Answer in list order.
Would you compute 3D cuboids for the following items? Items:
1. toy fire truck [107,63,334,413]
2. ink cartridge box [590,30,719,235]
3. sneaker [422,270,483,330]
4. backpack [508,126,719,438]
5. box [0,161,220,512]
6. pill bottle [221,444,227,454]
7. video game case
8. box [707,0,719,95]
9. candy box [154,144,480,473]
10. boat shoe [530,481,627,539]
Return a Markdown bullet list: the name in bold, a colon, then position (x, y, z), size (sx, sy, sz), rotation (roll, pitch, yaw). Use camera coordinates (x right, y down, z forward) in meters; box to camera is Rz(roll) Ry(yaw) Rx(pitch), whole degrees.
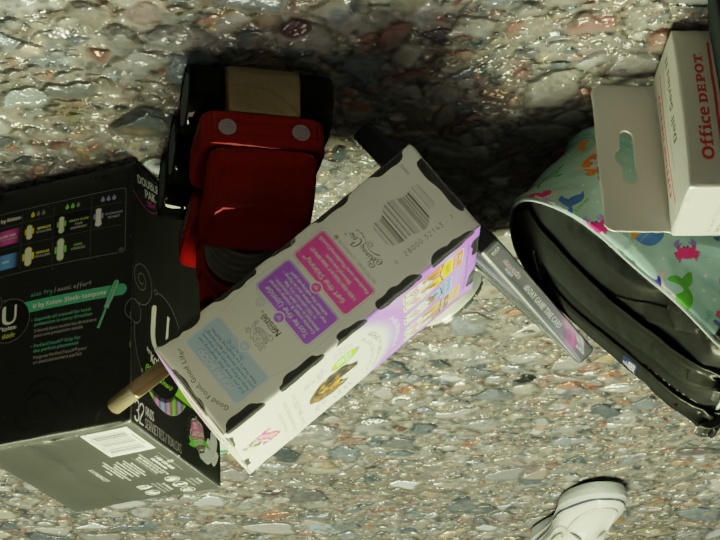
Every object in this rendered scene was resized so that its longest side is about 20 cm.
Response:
- **toy fire truck**: position (-0.093, -0.013, 1.140), size (0.128, 0.200, 0.176), rotation (4, 153, -13)
- **ink cartridge box**: position (0.252, -0.087, 1.108), size (0.199, 0.117, 0.067), rotation (-1, 155, -3)
- **sneaker**: position (0.000, 0.000, 1.347), size (0.200, 0.076, 0.088), rotation (-16, 120, 46)
- **backpack**: position (0.203, -0.008, 1.208), size (0.200, 0.151, 0.178), rotation (34, 164, 16)
- **box**: position (-0.183, 0.050, 1.260), size (0.124, 0.200, 0.149), rotation (-12, 152, 17)
- **pill bottle**: position (-0.148, 0.109, 1.480), size (0.113, 0.113, 0.200), rotation (17, 148, -34)
- **video game case**: position (0.082, -0.017, 1.235), size (0.019, 0.143, 0.200), rotation (-45, 145, 0)
- **box**: position (0.283, -0.087, 1.016), size (0.141, 0.200, 0.079), rotation (-8, 154, 10)
- **candy box**: position (-0.023, 0.030, 1.112), size (0.200, 0.072, 0.168), rotation (-39, 168, -8)
- **boat shoe**: position (0.244, 0.292, 1.932), size (0.073, 0.067, 0.200), rotation (3, 153, -11)
